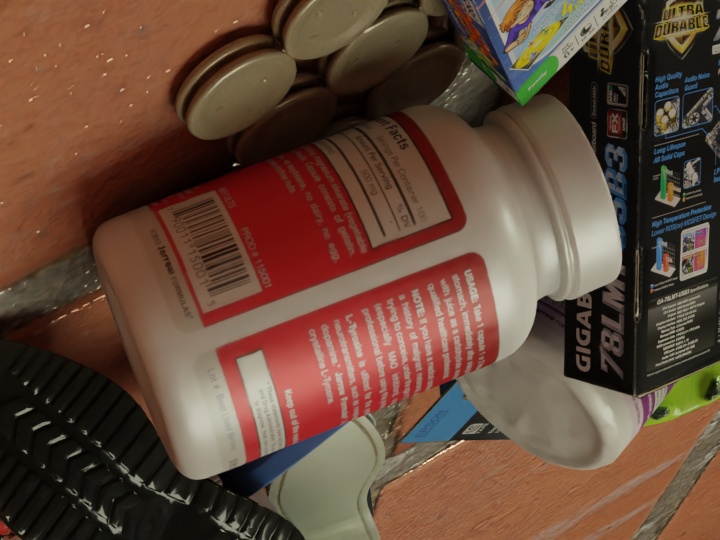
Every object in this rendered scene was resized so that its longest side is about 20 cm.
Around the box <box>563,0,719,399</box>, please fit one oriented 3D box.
[{"bbox_3d":[0.177,-0.060,0.955,0.199,0.050,0.200,-18,113,-43],"label":"box"}]

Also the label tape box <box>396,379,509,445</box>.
[{"bbox_3d":[0.122,0.040,1.209,0.199,0.063,0.144,4,138,-41],"label":"label tape box"}]

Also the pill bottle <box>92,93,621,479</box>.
[{"bbox_3d":[0.000,0.000,0.812,0.199,0.113,0.112,-21,157,-10],"label":"pill bottle"}]

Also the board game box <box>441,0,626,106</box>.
[{"bbox_3d":[0.108,-0.164,0.745,0.200,0.034,0.135,-46,159,0],"label":"board game box"}]

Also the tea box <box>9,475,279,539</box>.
[{"bbox_3d":[-0.077,0.221,1.106,0.133,0.200,0.197,-31,161,-12],"label":"tea box"}]

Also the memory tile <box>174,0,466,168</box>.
[{"bbox_3d":[0.023,-0.109,0.802,0.200,0.017,0.153,-39,160,10],"label":"memory tile"}]

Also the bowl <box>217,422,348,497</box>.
[{"bbox_3d":[0.003,0.033,0.962,0.200,0.039,0.201,-41,-179,1],"label":"bowl"}]

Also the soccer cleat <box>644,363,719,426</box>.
[{"bbox_3d":[0.213,0.016,1.145,0.200,0.068,0.081,-41,-168,3],"label":"soccer cleat"}]

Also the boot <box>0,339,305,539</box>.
[{"bbox_3d":[-0.133,0.096,0.910,0.200,0.138,0.078,43,73,-28],"label":"boot"}]

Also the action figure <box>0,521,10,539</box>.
[{"bbox_3d":[-0.200,0.113,0.895,0.065,0.052,0.200,-46,160,16],"label":"action figure"}]

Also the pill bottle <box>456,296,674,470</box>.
[{"bbox_3d":[0.144,0.000,1.057,0.200,0.112,0.112,-47,166,-25],"label":"pill bottle"}]

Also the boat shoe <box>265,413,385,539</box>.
[{"bbox_3d":[-0.022,0.111,1.147,0.074,0.062,0.200,-19,150,-2],"label":"boat shoe"}]
